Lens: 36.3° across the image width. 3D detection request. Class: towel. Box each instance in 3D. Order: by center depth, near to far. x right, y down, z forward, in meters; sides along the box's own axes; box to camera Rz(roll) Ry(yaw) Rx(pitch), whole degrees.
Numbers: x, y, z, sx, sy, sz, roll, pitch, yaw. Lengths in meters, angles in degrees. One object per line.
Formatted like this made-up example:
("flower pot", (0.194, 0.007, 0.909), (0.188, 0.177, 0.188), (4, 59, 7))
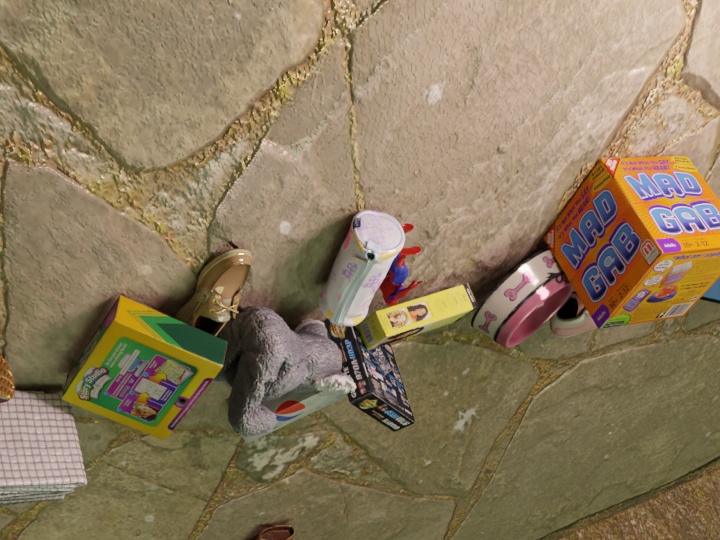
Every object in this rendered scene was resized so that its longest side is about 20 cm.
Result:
("towel", (-0.515, 0.259, 1.607), (0.200, 0.166, 0.086), (5, 141, -40))

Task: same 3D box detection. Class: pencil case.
("pencil case", (0.000, 0.000, 1.662), (0.083, 0.091, 0.200), (11, 140, -14))

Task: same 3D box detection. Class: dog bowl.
("dog bowl", (0.291, 0.055, 1.925), (0.200, 0.074, 0.200), (-37, 161, -15))

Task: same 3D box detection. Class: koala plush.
("koala plush", (-0.110, 0.144, 1.734), (0.199, 0.178, 0.184), (4, 129, -34))

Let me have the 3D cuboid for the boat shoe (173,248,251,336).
("boat shoe", (-0.208, 0.048, 1.607), (0.074, 0.067, 0.200), (0, 141, -37))

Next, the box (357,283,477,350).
("box", (0.097, 0.077, 1.854), (0.200, 0.050, 0.075), (-17, 167, -32))

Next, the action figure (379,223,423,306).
("action figure", (0.061, 0.003, 1.734), (0.052, 0.066, 0.200), (-13, 154, -17))

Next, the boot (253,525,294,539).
("boot", (-0.247, 0.643, 2.489), (0.200, 0.074, 0.155), (-19, 152, -36))

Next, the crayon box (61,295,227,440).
("crayon box", (-0.319, 0.147, 1.617), (0.172, 0.058, 0.200), (26, 127, -19))

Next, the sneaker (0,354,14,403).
("sneaker", (-0.560, 0.138, 1.489), (0.090, 0.075, 0.200), (-26, 144, 16))

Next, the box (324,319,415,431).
("box", (0.019, 0.174, 1.876), (0.046, 0.159, 0.200), (-26, 151, 14))

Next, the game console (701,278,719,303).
("game console", (0.750, 0.054, 2.190), (0.199, 0.117, 0.176), (12, 145, -30))

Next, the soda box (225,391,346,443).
("soda box", (-0.130, 0.226, 1.937), (0.199, 0.068, 0.063), (-25, 149, -1))

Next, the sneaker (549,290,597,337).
("sneaker", (0.456, 0.064, 2.116), (0.200, 0.076, 0.105), (-24, 155, 5))

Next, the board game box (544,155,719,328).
("board game box", (0.471, -0.050, 1.831), (0.199, 0.200, 0.200), (-5, 144, -30))
